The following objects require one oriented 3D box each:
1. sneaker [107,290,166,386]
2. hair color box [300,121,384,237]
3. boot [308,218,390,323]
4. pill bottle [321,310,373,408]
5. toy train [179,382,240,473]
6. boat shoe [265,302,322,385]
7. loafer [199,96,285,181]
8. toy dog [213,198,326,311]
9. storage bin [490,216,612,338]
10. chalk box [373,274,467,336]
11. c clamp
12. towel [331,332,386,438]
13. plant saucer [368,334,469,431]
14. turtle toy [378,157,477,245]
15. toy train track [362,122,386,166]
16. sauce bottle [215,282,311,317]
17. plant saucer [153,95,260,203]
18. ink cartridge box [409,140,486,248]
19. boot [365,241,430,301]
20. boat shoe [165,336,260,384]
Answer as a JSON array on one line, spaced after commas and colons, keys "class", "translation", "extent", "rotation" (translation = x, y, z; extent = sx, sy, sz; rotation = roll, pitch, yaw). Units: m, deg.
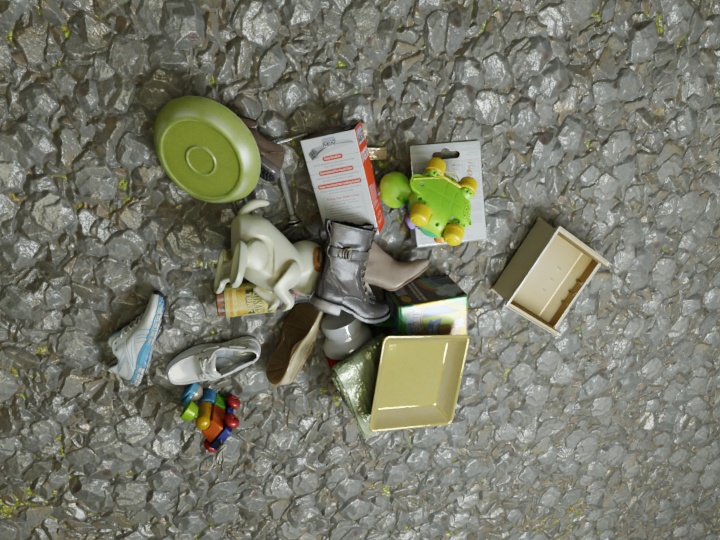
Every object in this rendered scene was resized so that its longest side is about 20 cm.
[{"class": "sneaker", "translation": [-0.437, 0.127, 1.018], "extent": [0.085, 0.075, 0.204], "rotation": [21, 104, -15]}, {"class": "hair color box", "translation": [-0.030, -0.165, 0.999], "extent": [0.108, 0.064, 0.204], "rotation": [-6, 116, 18]}, {"class": "boot", "translation": [0.000, 0.000, 0.990], "extent": [0.197, 0.069, 0.178], "rotation": [13, 98, -36]}, {"class": "pill bottle", "translation": [-0.015, 0.186, 1.128], "extent": [0.110, 0.112, 0.204], "rotation": [-20, 114, -6]}, {"class": "toy train", "translation": [-0.309, 0.304, 1.049], "extent": [0.115, 0.200, 0.085], "rotation": [40, 97, -20]}, {"class": "boat shoe", "translation": [-0.130, 0.148, 1.116], "extent": [0.203, 0.071, 0.064], "rotation": [-60, 148, 3]}, {"class": "loafer", "translation": [-0.218, -0.242, 0.940], "extent": [0.198, 0.073, 0.072], "rotation": [37, 68, -16]}, {"class": "toy dog", "translation": [-0.156, -0.018, 0.992], "extent": [0.197, 0.139, 0.199], "rotation": [16, 66, -31]}, {"class": "storage bin", "translation": [0.434, 0.020, 1.197], "extent": [0.196, 0.094, 0.202], "rotation": [28, 101, -22]}, {"class": "chalk box", "translation": [0.117, 0.100, 1.126], "extent": [0.195, 0.125, 0.127], "rotation": [-9, 112, -10]}, {"class": "c clamp", "translation": [-0.166, -0.148, 1.009], "extent": [0.167, 0.027, 0.205], "rotation": [-12, 112, -11]}, {"class": "towel", "translation": [0.031, 0.240, 1.082], "extent": [0.147, 0.036, 0.203], "rotation": [-32, 117, -17]}, {"class": "plant saucer", "translation": [0.110, 0.216, 1.060], "extent": [0.195, 0.048, 0.205], "rotation": [2, 106, -23]}, {"class": "turtle toy", "translation": [0.128, -0.131, 1.014], "extent": [0.197, 0.101, 0.148], "rotation": [27, 65, -10]}, {"class": "toy train track", "translation": [0.000, -0.184, 1.037], "extent": [0.112, 0.033, 0.205], "rotation": [-4, 112, -13]}, {"class": "sauce bottle", "translation": [-0.190, 0.052, 1.058], "extent": [0.195, 0.066, 0.068], "rotation": [-8, 112, -12]}, {"class": "plant saucer", "translation": [-0.270, -0.195, 0.909], "extent": [0.195, 0.031, 0.203], "rotation": [7, 130, 8]}, {"class": "ink cartridge box", "translation": [0.178, -0.157, 1.100], "extent": [0.158, 0.057, 0.206], "rotation": [-7, 92, -12]}, {"class": "boot", "translation": [0.030, -0.022, 1.081], "extent": [0.198, 0.070, 0.148], "rotation": [-32, 96, -11]}, {"class": "boat shoe", "translation": [-0.300, 0.187, 1.071], "extent": [0.196, 0.069, 0.072], "rotation": [-18, 103, -10]}]
